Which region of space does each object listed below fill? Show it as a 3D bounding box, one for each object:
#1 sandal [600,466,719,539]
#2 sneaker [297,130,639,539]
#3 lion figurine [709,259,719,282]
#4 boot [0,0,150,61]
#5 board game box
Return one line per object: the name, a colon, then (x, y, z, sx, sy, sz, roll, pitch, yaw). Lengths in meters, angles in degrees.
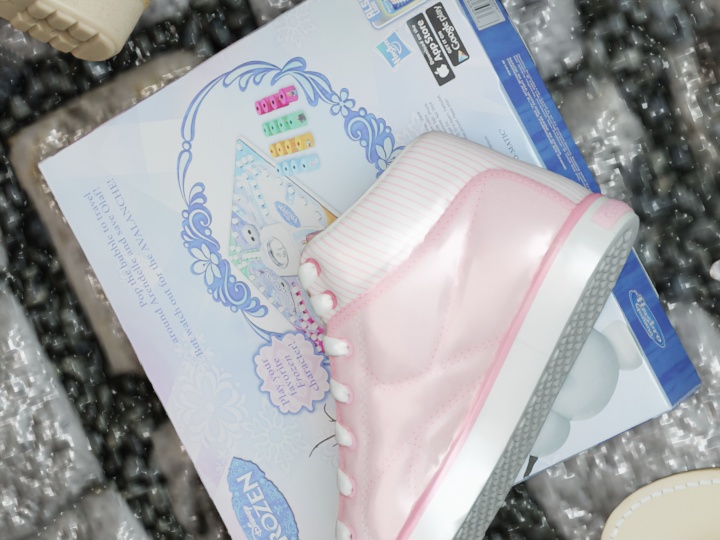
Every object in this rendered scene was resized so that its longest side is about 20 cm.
sandal: (0.174, 0.130, 1.037, 0.211, 0.070, 0.078, 17, 110, 23)
sneaker: (0.013, 0.042, 1.045, 0.104, 0.075, 0.201, 29, 106, 11)
lion figurine: (0.202, 0.062, 0.961, 0.073, 0.200, 0.122, -54, 44, 6)
boot: (-0.138, -0.186, 1.027, 0.072, 0.199, 0.167, -16, 52, 49)
board game box: (0.000, 0.000, 1.109, 0.198, 0.043, 0.201, -28, 89, 28)
